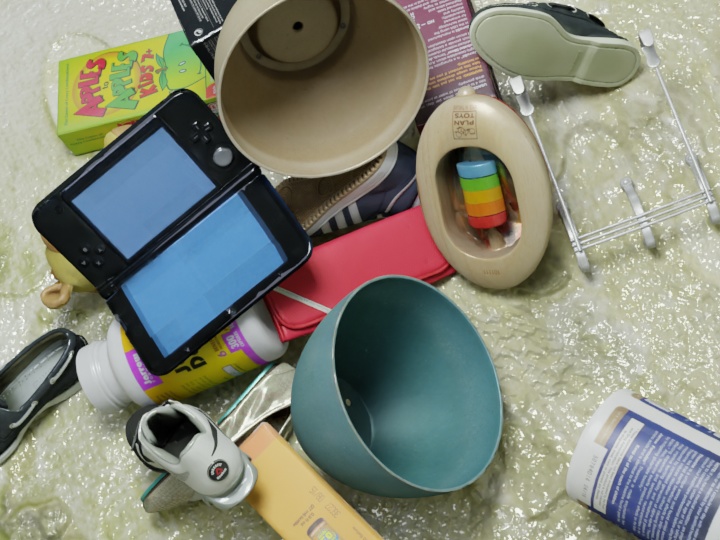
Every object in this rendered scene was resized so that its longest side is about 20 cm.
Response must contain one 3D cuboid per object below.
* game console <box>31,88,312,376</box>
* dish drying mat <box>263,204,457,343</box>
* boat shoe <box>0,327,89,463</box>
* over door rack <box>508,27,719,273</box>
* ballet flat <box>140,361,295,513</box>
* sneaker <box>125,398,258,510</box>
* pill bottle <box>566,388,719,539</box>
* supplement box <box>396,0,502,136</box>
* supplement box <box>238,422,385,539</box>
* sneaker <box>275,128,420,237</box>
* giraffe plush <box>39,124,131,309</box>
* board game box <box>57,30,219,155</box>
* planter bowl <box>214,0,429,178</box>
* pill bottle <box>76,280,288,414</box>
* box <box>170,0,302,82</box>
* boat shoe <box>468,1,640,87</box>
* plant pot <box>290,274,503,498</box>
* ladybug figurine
[{"bbox_3d":[-0.177,-0.036,1.391,0.200,0.171,0.118,-39,33,4],"label":"game console"},{"bbox_3d":[0.000,0.000,1.458,0.199,0.018,0.077,-22,83,-15],"label":"dish drying mat"},{"bbox_3d":[-0.363,0.133,1.535,0.200,0.060,0.076,-45,60,-7],"label":"boat shoe"},{"bbox_3d":[0.248,-0.114,1.445,0.147,0.067,0.201,-20,81,7],"label":"over door rack"},{"bbox_3d":[-0.125,0.173,1.439,0.062,0.067,0.200,43,84,11],"label":"ballet flat"},{"bbox_3d":[-0.174,0.147,1.371,0.074,0.089,0.200,-52,33,-15],"label":"sneaker"},{"bbox_3d":[0.285,0.191,1.267,0.199,0.111,0.111,27,75,27],"label":"pill bottle"},{"bbox_3d":[0.088,-0.215,1.531,0.085,0.110,0.201,-18,61,9],"label":"supplement box"},{"bbox_3d":[-0.037,0.232,1.363,0.067,0.069,0.200,-45,67,-7],"label":"supplement box"},{"bbox_3d":[-0.008,-0.069,1.524,0.200,0.108,0.070,-31,57,37],"label":"sneaker"},{"bbox_3d":[-0.262,-0.041,1.555,0.161,0.172,0.201,-13,97,23],"label":"giraffe plush"},{"bbox_3d":[-0.238,-0.204,1.667,0.199,0.048,0.102,-12,62,12],"label":"board game box"},{"bbox_3d":[-0.049,-0.206,1.407,0.200,0.201,0.135,-28,40,3],"label":"planter bowl"},{"bbox_3d":[-0.178,0.073,1.473,0.199,0.104,0.105,-24,60,15],"label":"pill bottle"},{"bbox_3d":[-0.089,-0.233,1.545,0.141,0.200,0.079,-27,57,3],"label":"box"},{"bbox_3d":[0.186,-0.235,1.486,0.198,0.075,0.066,4,39,-26],"label":"boat shoe"},{"bbox_3d":[0.013,0.121,1.364,0.135,0.199,0.201,-29,52,44],"label":"plant pot"},{"bbox_3d":[0.124,-0.083,1.430,0.135,0.201,0.072,2,25,28],"label":"ladybug figurine"}]
